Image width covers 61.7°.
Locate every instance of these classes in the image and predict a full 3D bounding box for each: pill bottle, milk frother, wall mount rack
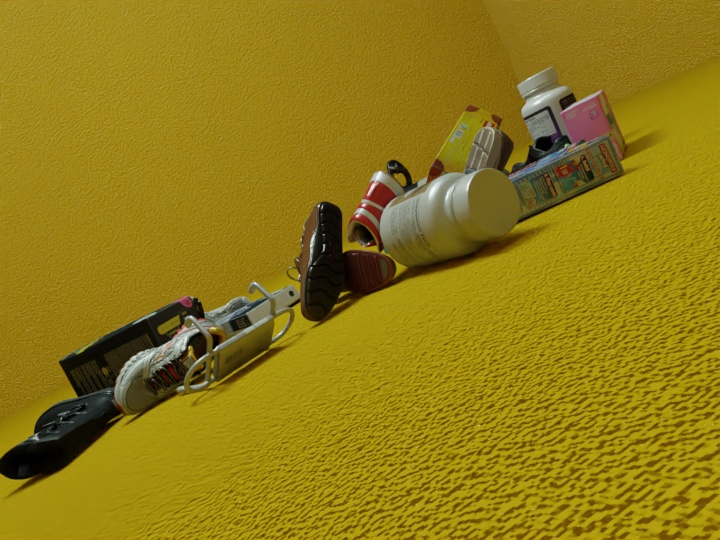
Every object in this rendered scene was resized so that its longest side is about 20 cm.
[{"bbox_3d":[0.410,-0.318,1.275,0.111,0.201,0.111,-25,6,3],"label":"pill bottle"},{"bbox_3d":[0.122,-0.073,0.847,0.114,0.115,0.200,-30,7,-29],"label":"pill bottle"},{"bbox_3d":[0.176,-0.232,1.587,0.187,0.201,0.180,-24,2,19],"label":"milk frother"},{"bbox_3d":[-0.191,0.112,0.870,0.199,0.074,0.175,-31,-31,-42],"label":"wall mount rack"}]

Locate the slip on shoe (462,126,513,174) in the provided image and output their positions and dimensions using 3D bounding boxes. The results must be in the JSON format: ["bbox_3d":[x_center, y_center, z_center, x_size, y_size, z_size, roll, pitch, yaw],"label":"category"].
[{"bbox_3d":[0.204,-0.147,1.052,0.060,0.202,0.076,11,15,-33],"label":"slip on shoe"}]

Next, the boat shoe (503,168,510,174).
[{"bbox_3d":[0.256,-0.158,1.216,0.062,0.072,0.200,-30,1,34],"label":"boat shoe"}]

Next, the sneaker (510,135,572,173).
[{"bbox_3d":[0.371,-0.227,1.216,0.076,0.084,0.200,-22,5,-18],"label":"sneaker"}]

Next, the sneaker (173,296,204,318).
[{"bbox_3d":[-0.357,0.117,1.210,0.089,0.079,0.200,-5,-26,-9],"label":"sneaker"}]

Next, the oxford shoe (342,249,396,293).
[{"bbox_3d":[0.000,0.000,0.993,0.074,0.071,0.199,-9,2,-38],"label":"oxford shoe"}]

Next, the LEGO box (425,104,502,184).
[{"bbox_3d":[0.196,-0.204,1.200,0.201,0.077,0.149,-58,-12,-32],"label":"LEGO box"}]

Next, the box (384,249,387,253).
[{"bbox_3d":[0.133,-0.107,1.407,0.082,0.049,0.200,-20,9,47],"label":"box"}]

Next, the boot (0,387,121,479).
[{"bbox_3d":[-0.460,0.253,0.891,0.164,0.066,0.200,-28,10,7],"label":"boot"}]

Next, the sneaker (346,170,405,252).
[{"bbox_3d":[0.046,-0.057,0.990,0.071,0.200,0.113,17,67,37],"label":"sneaker"}]

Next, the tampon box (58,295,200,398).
[{"bbox_3d":[-0.388,0.154,1.070,0.199,0.127,0.150,-25,7,15],"label":"tampon box"}]

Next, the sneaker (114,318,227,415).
[{"bbox_3d":[-0.292,0.144,0.933,0.082,0.078,0.200,-1,36,49],"label":"sneaker"}]

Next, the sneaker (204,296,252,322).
[{"bbox_3d":[-0.356,0.132,1.453,0.199,0.078,0.099,-20,-5,-31],"label":"sneaker"}]

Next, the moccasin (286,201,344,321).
[{"bbox_3d":[-0.071,-0.012,0.956,0.073,0.203,0.078,14,-32,-30],"label":"moccasin"}]

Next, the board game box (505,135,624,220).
[{"bbox_3d":[0.302,-0.145,0.938,0.199,0.062,0.200,-22,7,31],"label":"board game box"}]

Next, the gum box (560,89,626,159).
[{"bbox_3d":[0.422,-0.254,1.083,0.066,0.114,0.200,-23,8,30],"label":"gum box"}]

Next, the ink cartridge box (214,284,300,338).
[{"bbox_3d":[-0.230,0.091,1.344,0.197,0.044,0.200,-22,6,42],"label":"ink cartridge box"}]
